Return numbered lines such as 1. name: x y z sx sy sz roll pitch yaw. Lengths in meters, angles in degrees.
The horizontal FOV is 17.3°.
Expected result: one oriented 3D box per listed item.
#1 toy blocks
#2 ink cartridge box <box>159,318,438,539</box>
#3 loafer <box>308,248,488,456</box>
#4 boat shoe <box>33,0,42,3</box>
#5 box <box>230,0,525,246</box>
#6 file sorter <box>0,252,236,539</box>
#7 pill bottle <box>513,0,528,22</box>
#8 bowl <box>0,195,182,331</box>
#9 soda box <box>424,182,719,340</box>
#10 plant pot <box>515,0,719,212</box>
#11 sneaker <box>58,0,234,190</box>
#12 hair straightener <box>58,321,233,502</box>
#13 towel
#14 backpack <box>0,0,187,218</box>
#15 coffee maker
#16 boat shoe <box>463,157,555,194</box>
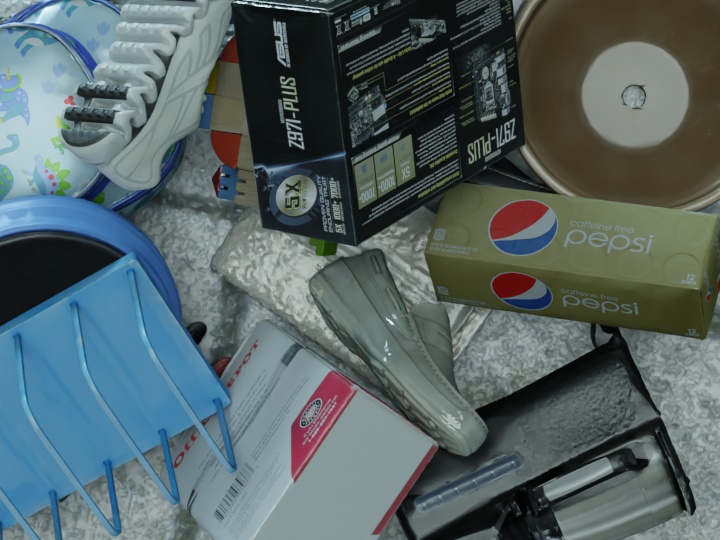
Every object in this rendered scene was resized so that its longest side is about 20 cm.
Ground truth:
1. toy blocks: -0.064 -0.121 1.692 0.136 0.100 0.201 10 97 22
2. ink cartridge box: -0.048 0.134 1.662 0.083 0.200 0.145 34 89 -23
3. loafer: 0.036 0.052 1.659 0.070 0.070 0.200 -34 51 -7
4. boat shoe: -0.157 -0.237 1.743 0.200 0.073 0.062 -5 91 25
5. box: 0.016 -0.132 1.591 0.086 0.200 0.164 12 120 37
6. file sorter: -0.201 0.113 1.624 0.200 0.123 0.139 -29 119 4
7. pill bottle: 0.034 -0.238 1.726 0.200 0.114 0.114 30 89 6
8. bowl: -0.225 0.045 1.676 0.200 0.039 0.201 -5 118 -9
9. soda box: 0.151 -0.008 1.659 0.200 0.064 0.068 8 57 19
10. plant pot: 0.202 -0.131 1.714 0.200 0.093 0.201 0 86 3
11. sneaker: -0.133 -0.146 1.656 0.075 0.081 0.200 14 66 43
12. hair straightener: -0.191 0.103 1.765 0.200 0.041 0.077 -39 76 6
13. towel: 0.000 0.000 1.752 0.200 0.034 0.133 34 89 6
14. backpack: -0.231 -0.104 1.723 0.200 0.147 0.183 -28 88 -3
15. coffee maker: 0.116 0.130 1.701 0.200 0.135 0.192 -24 54 2
16. boat shoe: 0.068 -0.092 1.735 0.200 0.073 0.063 23 91 10
